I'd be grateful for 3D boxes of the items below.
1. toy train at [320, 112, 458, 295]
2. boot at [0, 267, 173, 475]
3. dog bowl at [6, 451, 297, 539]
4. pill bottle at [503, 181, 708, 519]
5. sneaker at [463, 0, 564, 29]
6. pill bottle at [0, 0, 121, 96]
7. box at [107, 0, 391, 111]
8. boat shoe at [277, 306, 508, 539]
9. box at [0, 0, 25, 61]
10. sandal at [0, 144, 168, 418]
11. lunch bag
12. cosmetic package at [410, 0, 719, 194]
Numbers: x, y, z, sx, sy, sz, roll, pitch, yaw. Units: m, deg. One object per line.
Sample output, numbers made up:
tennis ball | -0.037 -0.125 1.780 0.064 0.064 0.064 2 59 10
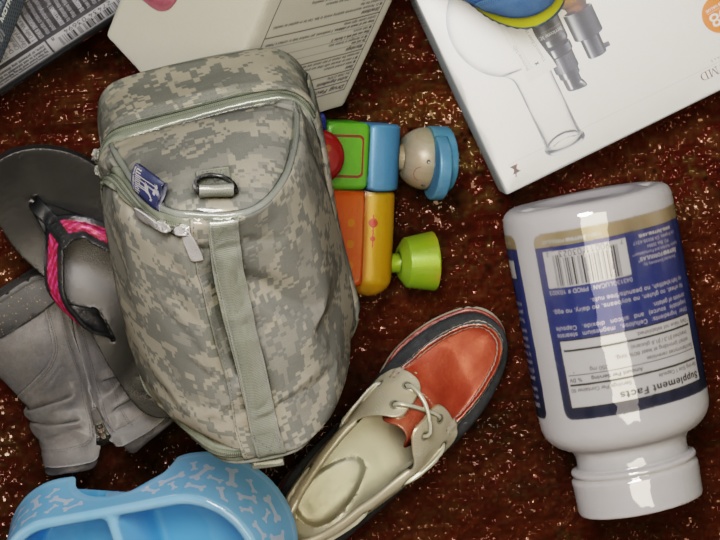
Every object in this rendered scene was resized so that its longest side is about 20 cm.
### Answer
toy train | 0.000 0.000 1.759 0.115 0.085 0.201 1 95 -16
boot | -0.142 0.035 1.763 0.199 0.070 0.132 -31 98 11
dog bowl | -0.140 0.184 1.744 0.199 0.050 0.112 -11 106 19
pill bottle | 0.160 0.051 1.750 0.110 0.111 0.201 -11 96 -2
sneaker | 0.037 -0.214 1.704 0.199 0.079 0.066 23 71 27
pill bottle | -0.235 -0.165 1.715 0.199 0.106 0.107 -32 95 1
box | -0.049 -0.196 1.656 0.109 0.127 0.201 46 130 24
boat shoe | 0.020 0.104 1.772 0.200 0.063 0.071 -43 93 0
box | -0.283 -0.199 1.660 0.199 0.051 0.158 3 58 27
sandal | -0.157 0.007 1.699 0.075 0.045 0.201 -32 103 7
lunch bag | -0.074 -0.008 1.588 0.138 0.168 0.201 -12 125 -2
cosmetic package | 0.148 -0.160 1.763 0.199 0.052 0.151 -26 97 0
